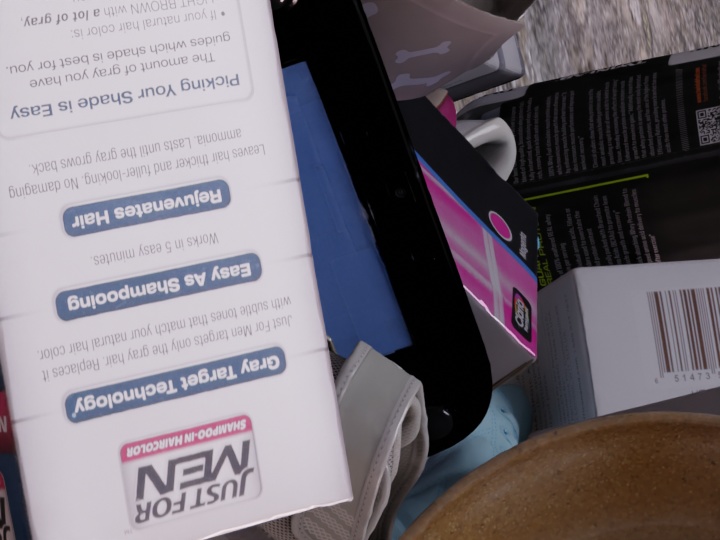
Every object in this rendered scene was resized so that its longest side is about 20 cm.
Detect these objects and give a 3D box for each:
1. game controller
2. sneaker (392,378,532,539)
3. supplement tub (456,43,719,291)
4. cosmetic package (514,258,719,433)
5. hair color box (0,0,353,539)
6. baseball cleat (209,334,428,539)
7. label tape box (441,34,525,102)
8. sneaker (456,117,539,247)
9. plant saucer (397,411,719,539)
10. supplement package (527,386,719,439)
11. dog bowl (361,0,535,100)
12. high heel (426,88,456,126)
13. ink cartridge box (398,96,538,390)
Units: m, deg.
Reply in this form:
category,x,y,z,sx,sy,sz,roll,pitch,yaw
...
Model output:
category,x,y,z,sx,sy,sz,roll,pitch,yaw
game controller,-0.030,-0.014,0.822,0.042,0.104,0.201,-118,-174,-60
sneaker,0.038,0.096,0.920,0.200,0.082,0.074,-45,150,-59
supplement tub,0.118,-0.030,1.151,0.123,0.199,0.123,-10,90,-74
cosmetic package,0.100,0.052,1.054,0.200,0.101,0.074,135,-50,-69
hair color box,-0.072,-0.027,0.677,0.100,0.060,0.201,-12,94,-34
baseball cleat,-0.039,0.014,0.767,0.070,0.106,0.201,-60,135,-45
label tape box,0.001,-0.144,1.054,0.200,0.063,0.145,1,73,-74
sneaker,0.026,0.004,1.029,0.075,0.086,0.201,66,23,-43
plant saucer,0.090,0.141,0.756,0.035,0.199,0.201,79,7,-65
supplement package,0.143,0.157,0.864,0.156,0.111,0.201,27,55,-45
dog bowl,-0.017,-0.142,0.884,0.200,0.059,0.200,36,28,-23
high heel,0.000,0.000,0.979,0.200,0.067,0.096,-46,120,-55
ink cartridge box,-0.013,-0.051,0.886,0.200,0.037,0.095,43,27,-22
